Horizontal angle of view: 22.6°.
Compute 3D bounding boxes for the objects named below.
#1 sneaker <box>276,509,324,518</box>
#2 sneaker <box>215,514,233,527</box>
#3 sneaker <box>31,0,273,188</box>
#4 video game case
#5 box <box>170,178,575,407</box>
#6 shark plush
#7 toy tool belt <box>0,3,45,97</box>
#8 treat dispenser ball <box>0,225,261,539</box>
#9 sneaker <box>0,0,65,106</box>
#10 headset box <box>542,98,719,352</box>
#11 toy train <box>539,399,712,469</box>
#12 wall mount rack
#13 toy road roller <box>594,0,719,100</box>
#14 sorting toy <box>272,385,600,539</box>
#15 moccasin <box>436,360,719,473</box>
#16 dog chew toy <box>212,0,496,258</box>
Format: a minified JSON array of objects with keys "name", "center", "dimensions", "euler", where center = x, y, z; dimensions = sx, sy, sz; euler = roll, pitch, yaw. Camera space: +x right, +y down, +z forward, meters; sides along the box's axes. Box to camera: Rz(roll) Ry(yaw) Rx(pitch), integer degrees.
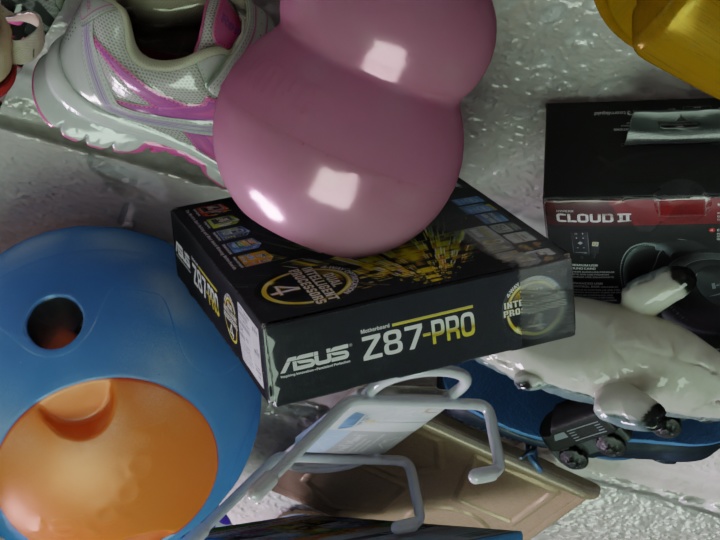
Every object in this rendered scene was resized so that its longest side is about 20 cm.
[{"name":"sneaker","center":[-0.052,0.284,1.408],"dimensions":[0.071,0.113,0.200],"euler":[5,142,2]},{"name":"sneaker","center":[-0.123,0.144,1.277],"dimensions":[0.200,0.081,0.146],"euler":[-27,140,31]},{"name":"sneaker","center":[-0.068,-0.097,0.952],"dimensions":[0.199,0.082,0.088],"euler":[13,139,-16]},{"name":"video game case","center":[-0.012,0.185,1.216],"dimensions":[0.199,0.018,0.143],"euler":[-2,179,41]},{"name":"box","center":[0.000,0.000,0.943],"dimensions":[0.160,0.200,0.049],"euler":[-10,110,-15]},{"name":"shark plush","center":[0.113,0.058,1.012],"dimensions":[0.199,0.091,0.083],"euler":[-5,159,22]},{"name":"toy tool belt","center":[-0.237,-0.169,0.826],"dimensions":[0.200,0.125,0.123],"euler":[33,140,22]},{"name":"treat dispenser ball","center":[-0.159,0.073,1.084],"dimensions":[0.200,0.202,0.201],"euler":[4,142,3]},{"name":"sneaker","center":[-0.207,-0.111,0.946],"dimensions":[0.073,0.088,0.200],"euler":[22,139,-20]},{"name":"headset box","center":[0.181,-0.018,1.024],"dimensions":[0.148,0.077,0.200],"euler":[-2,141,10]},{"name":"toy train","center":[0.186,0.068,1.048],"dimensions":[0.200,0.034,0.046],"euler":[-25,121,36]},{"name":"wall mount rack","center":[-0.014,0.122,1.117],"dimensions":[0.173,0.075,0.200],"euler":[2,156,-26]},{"name":"toy road roller","center":[0.184,-0.160,0.785],"dimensions":[0.122,0.147,0.200],"euler":[22,139,-21]},{"name":"sorting toy","center":[0.046,0.145,1.268],"dimensions":[0.184,0.037,0.200],"euler":[25,147,-14]},{"name":"moccasin","center":[0.142,0.100,1.177],"dimensions":[0.199,0.081,0.068],"euler":[15,151,-7]},{"name":"dog chew toy","center":[0.009,-0.110,0.868],"dimensions":[0.124,0.125,0.201],"euler":[19,104,-17]}]
